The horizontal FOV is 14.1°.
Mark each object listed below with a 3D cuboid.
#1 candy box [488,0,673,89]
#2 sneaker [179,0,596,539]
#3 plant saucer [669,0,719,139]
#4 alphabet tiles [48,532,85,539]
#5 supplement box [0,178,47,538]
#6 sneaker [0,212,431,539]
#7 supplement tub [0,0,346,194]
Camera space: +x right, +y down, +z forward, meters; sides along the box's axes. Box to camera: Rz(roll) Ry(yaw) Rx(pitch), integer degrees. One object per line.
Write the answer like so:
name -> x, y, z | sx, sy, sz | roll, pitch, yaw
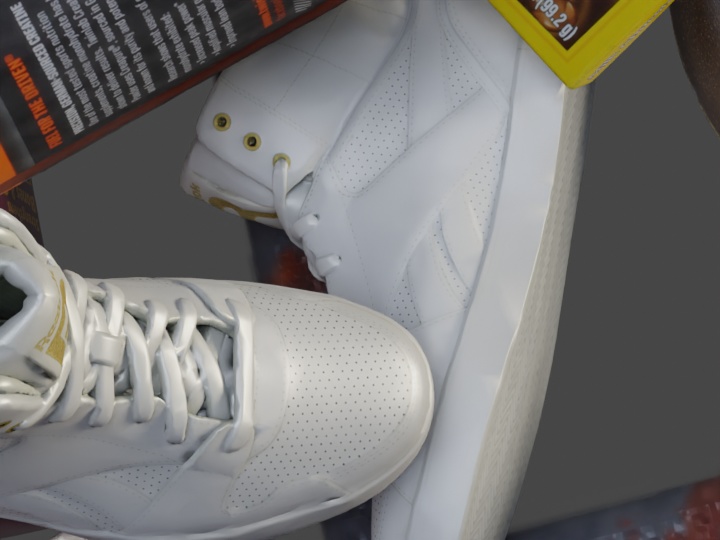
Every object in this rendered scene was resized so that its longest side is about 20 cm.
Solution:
candy box -> 0.030, -0.158, 0.820 | 0.102, 0.026, 0.200 | -44, 85, 20
sneaker -> 0.000, 0.000, 0.867 | 0.115, 0.074, 0.200 | 8, 74, 12
plant saucer -> 0.190, -0.096, 0.864 | 0.200, 0.032, 0.201 | -1, 83, 8
alphabet tiles -> -0.080, 0.188, 0.880 | 0.200, 0.015, 0.196 | -34, 78, 4
supplement box -> -0.150, -0.017, 0.870 | 0.085, 0.110, 0.200 | -12, 81, 8
sneaker -> -0.070, 0.028, 0.742 | 0.200, 0.116, 0.074 | 0, 77, -12
supplement tub -> -0.087, -0.084, 0.768 | 0.200, 0.107, 0.107 | -30, 79, -7
